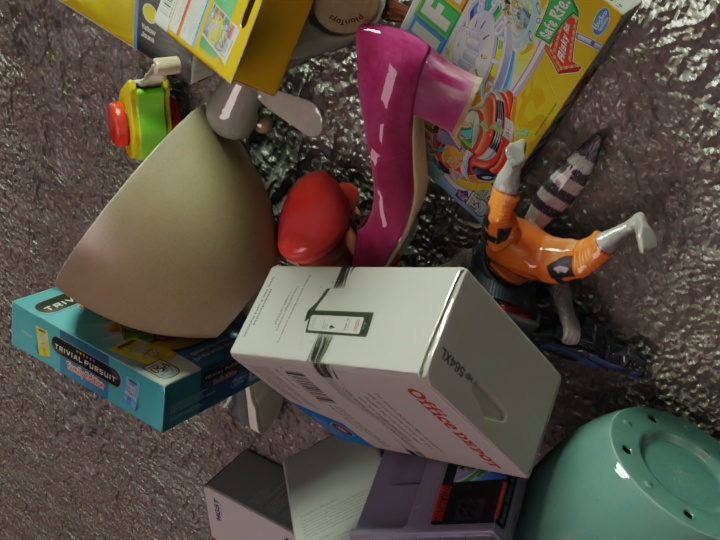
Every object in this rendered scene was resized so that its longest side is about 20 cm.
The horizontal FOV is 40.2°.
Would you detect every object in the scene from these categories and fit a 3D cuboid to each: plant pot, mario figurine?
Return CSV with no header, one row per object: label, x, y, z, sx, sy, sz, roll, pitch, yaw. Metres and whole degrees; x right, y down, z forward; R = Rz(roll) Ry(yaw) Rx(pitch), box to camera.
plant pot,-0.145,-0.021,0.846,0.134,0.201,0.200,40,138,-8
plant pot,0.201,0.202,0.719,0.199,0.200,0.163,35,121,18
mario figurine,0.000,0.000,0.863,0.106,0.122,0.203,-117,3,-66

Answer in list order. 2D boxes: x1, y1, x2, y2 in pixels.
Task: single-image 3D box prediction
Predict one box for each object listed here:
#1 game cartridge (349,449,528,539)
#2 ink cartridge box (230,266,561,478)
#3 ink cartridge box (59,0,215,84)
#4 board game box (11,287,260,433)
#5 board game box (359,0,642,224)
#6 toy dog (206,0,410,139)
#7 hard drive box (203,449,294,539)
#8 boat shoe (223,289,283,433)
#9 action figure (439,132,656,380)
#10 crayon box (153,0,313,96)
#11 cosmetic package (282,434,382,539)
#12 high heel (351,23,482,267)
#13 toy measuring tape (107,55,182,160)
game cartridge,0.068,0.151,0.750,0.128,0.202,0.039,-17,124,36
ink cartridge box,0.025,0.069,0.718,0.198,0.085,0.146,1,147,45
ink cartridge box,-0.196,-0.296,0.852,0.196,0.047,0.202,34,136,21
board game box,-0.196,0.061,0.901,0.197,0.150,0.048,22,116,29
board game box,0.090,-0.148,0.702,0.134,0.034,0.201,42,136,13
toy dog,-0.032,-0.172,0.754,0.095,0.134,0.199,24,151,-28
hard drive box,-0.073,0.317,1.109,0.197,0.076,0.159,18,126,33
boat shoe,-0.118,0.082,1.003,0.061,0.073,0.203,22,134,23
action figure,0.142,0.000,0.731,0.196,0.106,0.194,21,146,-10
crayon box,-0.081,-0.207,0.702,0.200,0.051,0.128,45,114,55
cosmetic package,-0.009,0.225,0.902,0.200,0.100,0.075,-116,3,-74
high heel,0.009,-0.079,0.728,0.095,0.068,0.202,26,129,1
toy measuring tape,-0.190,-0.141,0.899,0.075,0.073,0.199,62,160,-10
